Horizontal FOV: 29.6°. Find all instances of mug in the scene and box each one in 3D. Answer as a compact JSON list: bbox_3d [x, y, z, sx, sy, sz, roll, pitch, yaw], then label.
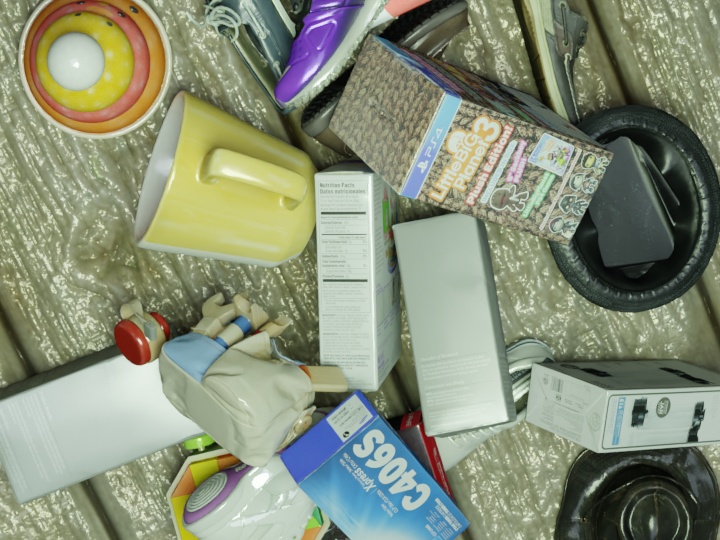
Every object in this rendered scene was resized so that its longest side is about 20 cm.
[{"bbox_3d":[-0.117,-0.065,1.271,0.152,0.187,0.150,18,113,-18],"label":"mug"}]

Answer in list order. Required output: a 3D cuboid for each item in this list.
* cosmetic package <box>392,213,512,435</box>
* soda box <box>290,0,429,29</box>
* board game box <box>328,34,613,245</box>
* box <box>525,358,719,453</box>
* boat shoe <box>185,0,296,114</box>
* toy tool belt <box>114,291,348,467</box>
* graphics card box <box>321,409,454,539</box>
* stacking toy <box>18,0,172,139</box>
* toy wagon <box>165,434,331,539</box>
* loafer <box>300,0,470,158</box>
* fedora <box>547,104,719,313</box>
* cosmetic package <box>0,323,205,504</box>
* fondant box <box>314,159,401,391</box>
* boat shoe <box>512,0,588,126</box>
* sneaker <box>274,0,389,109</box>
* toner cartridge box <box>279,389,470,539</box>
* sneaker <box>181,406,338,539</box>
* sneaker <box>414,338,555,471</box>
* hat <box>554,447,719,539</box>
[{"bbox_3d":[0.091,0.051,1.299,0.089,0.107,0.202,-13,80,10],"label":"cosmetic package"},{"bbox_3d":[0.033,-0.278,1.305,0.199,0.068,0.064,-26,101,-3],"label":"soda box"},{"bbox_3d":[0.099,-0.119,1.250,0.199,0.160,0.098,15,109,-31],"label":"board game box"},{"bbox_3d":[0.275,0.130,1.340,0.198,0.116,0.061,0,100,-33],"label":"box"},{"bbox_3d":[-0.113,-0.239,1.290,0.062,0.075,0.201,-45,111,-22],"label":"boat shoe"},{"bbox_3d":[-0.117,0.081,1.244,0.123,0.199,0.126,-33,144,-35],"label":"toy tool belt"},{"bbox_3d":[-0.012,0.227,1.366,0.198,0.051,0.127,-16,101,11],"label":"graphics card box"},{"bbox_3d":[-0.241,-0.186,1.218,0.144,0.200,0.148,-1,100,-7],"label":"stacking toy"},{"bbox_3d":[-0.087,0.222,1.327,0.198,0.040,0.157,-13,97,11],"label":"toy wagon"},{"bbox_3d":[0.033,-0.186,1.325,0.200,0.073,0.071,-40,112,5],"label":"loafer"},{"bbox_3d":[0.260,-0.064,1.355,0.198,0.092,0.203,-1,99,-7],"label":"fedora"},{"bbox_3d":[-0.255,0.137,1.327,0.198,0.090,0.108,-19,98,-6],"label":"cosmetic package"},{"bbox_3d":[0.000,0.000,1.303,0.058,0.144,0.202,1,99,10],"label":"fondant box"},{"bbox_3d":[0.192,-0.235,1.329,0.064,0.073,0.202,-16,100,1],"label":"boat shoe"},{"bbox_3d":[-0.034,-0.245,1.238,0.099,0.070,0.201,36,91,-4],"label":"sneaker"},{"bbox_3d":[0.017,0.202,1.249,0.095,0.043,0.200,-39,132,-1],"label":"toner cartridge box"},{"bbox_3d":[-0.066,0.201,1.276,0.199,0.075,0.100,-34,113,2],"label":"sneaker"},{"bbox_3d":[0.115,0.143,1.380,0.200,0.071,0.073,-43,101,3],"label":"sneaker"},{"bbox_3d":[0.299,0.271,1.418,0.198,0.081,0.203,-1,100,-8],"label":"hat"}]
